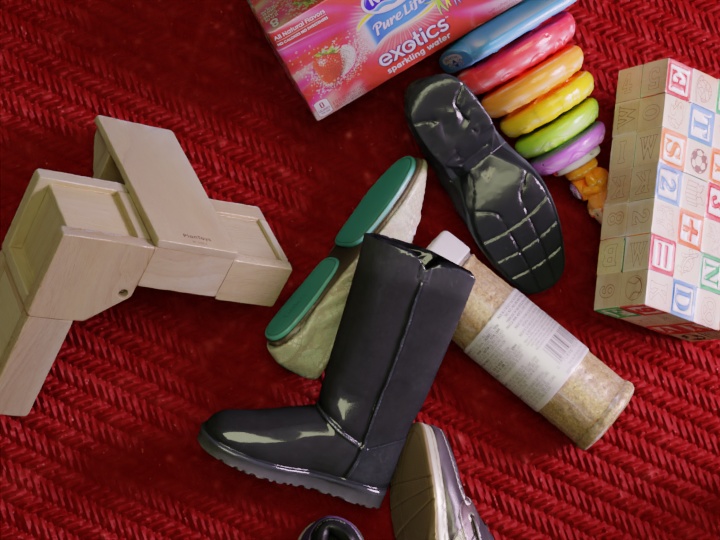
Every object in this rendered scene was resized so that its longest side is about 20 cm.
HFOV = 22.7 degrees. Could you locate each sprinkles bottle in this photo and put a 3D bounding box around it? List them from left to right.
[{"bbox_3d":[0.122,0.056,1.429,0.200,0.068,0.068,40,79,3],"label":"sprinkles bottle"}]

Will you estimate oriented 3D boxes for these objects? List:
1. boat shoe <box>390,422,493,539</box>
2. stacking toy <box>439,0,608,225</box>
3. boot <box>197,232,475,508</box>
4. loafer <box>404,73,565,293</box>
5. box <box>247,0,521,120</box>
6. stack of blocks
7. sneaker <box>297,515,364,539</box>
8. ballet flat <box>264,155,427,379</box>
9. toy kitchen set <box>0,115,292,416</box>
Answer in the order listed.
[{"bbox_3d":[0.072,0.217,1.400,0.064,0.072,0.202,1,66,-28],"label":"boat shoe"},{"bbox_3d":[0.159,-0.119,1.460,0.109,0.116,0.201,-32,97,-13],"label":"stacking toy"},{"bbox_3d":[-0.018,0.066,1.374,0.163,0.066,0.202,17,106,-20],"label":"boot"},{"bbox_3d":[0.101,-0.073,1.451,0.072,0.072,0.201,-31,104,-2],"label":"loafer"},{"bbox_3d":[0.017,-0.224,1.423,0.199,0.100,0.096,-30,41,2],"label":"box"},{"bbox_3d":[0.256,-0.054,1.439,0.114,0.058,0.202,16,75,-35],"label":"stack of blocks"},{"bbox_3d":[-0.005,0.287,1.367,0.075,0.088,0.202,-18,82,-8],"label":"sneaker"},{"bbox_3d":[0.000,0.000,1.443,0.062,0.067,0.201,42,82,-23],"label":"ballet flat"},{"bbox_3d":[-0.198,-0.001,1.425,0.198,0.181,0.164,9,34,-35],"label":"toy kitchen set"}]
